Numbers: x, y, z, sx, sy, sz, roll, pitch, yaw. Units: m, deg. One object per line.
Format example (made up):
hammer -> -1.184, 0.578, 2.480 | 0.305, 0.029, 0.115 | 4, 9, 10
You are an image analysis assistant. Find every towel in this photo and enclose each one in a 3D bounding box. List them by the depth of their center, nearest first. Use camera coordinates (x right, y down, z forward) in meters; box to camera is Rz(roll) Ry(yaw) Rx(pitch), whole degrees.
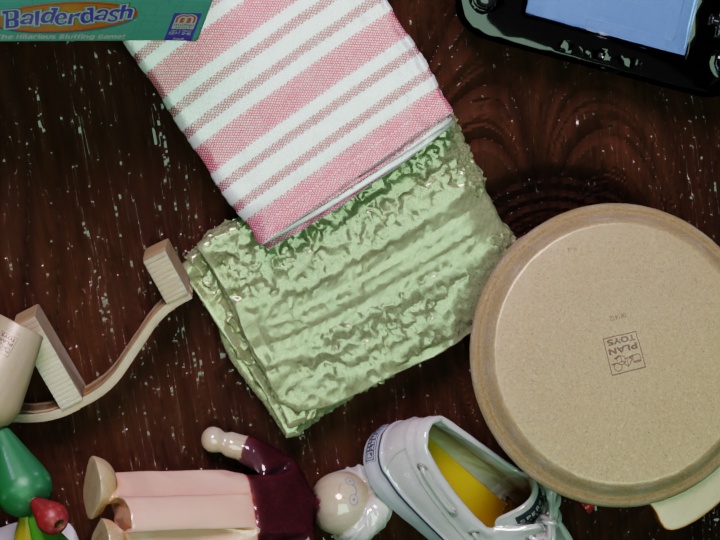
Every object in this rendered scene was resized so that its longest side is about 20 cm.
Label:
towel -> -0.052, -0.132, 1.100 | 0.146, 0.030, 0.201 | -33, 102, 2
towel -> 0.000, 0.000, 1.166 | 0.199, 0.037, 0.149 | -30, 107, -1

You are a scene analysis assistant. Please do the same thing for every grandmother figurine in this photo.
grandmother figurine -> -0.070, 0.154, 1.165 | 0.198, 0.061, 0.123 | -3, 75, -24

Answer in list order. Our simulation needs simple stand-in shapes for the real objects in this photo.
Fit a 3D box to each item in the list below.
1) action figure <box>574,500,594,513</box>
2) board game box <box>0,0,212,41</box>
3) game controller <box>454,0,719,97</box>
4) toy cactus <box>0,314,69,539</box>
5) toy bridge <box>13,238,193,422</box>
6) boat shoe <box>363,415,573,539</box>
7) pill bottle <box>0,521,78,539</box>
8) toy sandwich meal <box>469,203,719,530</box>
action figure -> 0.203, 0.069, 1.217 | 0.200, 0.052, 0.066 | -41, 114, -3
board game box -> -0.171, -0.218, 0.993 | 0.150, 0.045, 0.202 | -3, 65, -22
game controller -> 0.156, -0.177, 1.145 | 0.198, 0.042, 0.105 | 13, 102, -14
toy cactus -> -0.243, 0.103, 1.084 | 0.198, 0.102, 0.166 | 24, 83, 17
toy bridge -> -0.191, 0.055, 1.140 | 0.199, 0.027, 0.068 | -27, 108, 4
boat shoe -> 0.099, 0.157, 1.189 | 0.202, 0.086, 0.075 | 43, 50, -20
pill bottle -> -0.192, 0.266, 1.160 | 0.113, 0.114, 0.202 | -18, 108, -5
toy sandwich meal -> 0.164, 0.057, 1.157 | 0.203, 0.070, 0.208 | 0, 84, -1
